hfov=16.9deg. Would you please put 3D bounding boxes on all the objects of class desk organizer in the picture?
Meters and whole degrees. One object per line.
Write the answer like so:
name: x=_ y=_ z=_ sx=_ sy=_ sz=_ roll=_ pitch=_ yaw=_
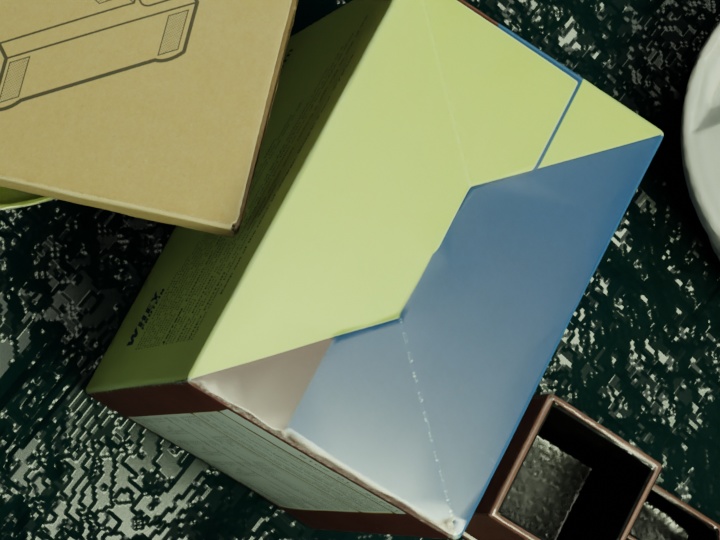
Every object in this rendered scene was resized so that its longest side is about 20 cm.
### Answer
desk organizer: x=0.140 y=0.138 z=1.177 sx=0.199 sy=0.077 sz=0.072 roll=32 pitch=77 yaw=-14

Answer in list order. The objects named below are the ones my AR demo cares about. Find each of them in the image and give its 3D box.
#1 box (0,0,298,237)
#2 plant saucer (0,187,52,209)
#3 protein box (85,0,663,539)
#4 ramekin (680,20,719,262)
box: x=-0.128 y=-0.112 z=1.020 sx=0.198 sy=0.021 sz=0.165 roll=12 pitch=75 yaw=6
plant saucer: x=-0.177 y=-0.126 z=1.114 sx=0.198 sy=0.031 sz=0.202 roll=2 pitch=84 yaw=-20
protein box: x=0.000 y=0.000 z=1.074 sx=0.134 sy=0.200 sz=0.200 roll=32 pitch=77 yaw=-14
ramekin: x=0.256 y=-0.050 z=1.189 sx=0.201 sy=0.094 sz=0.204 roll=-2 pitch=68 yaw=5
